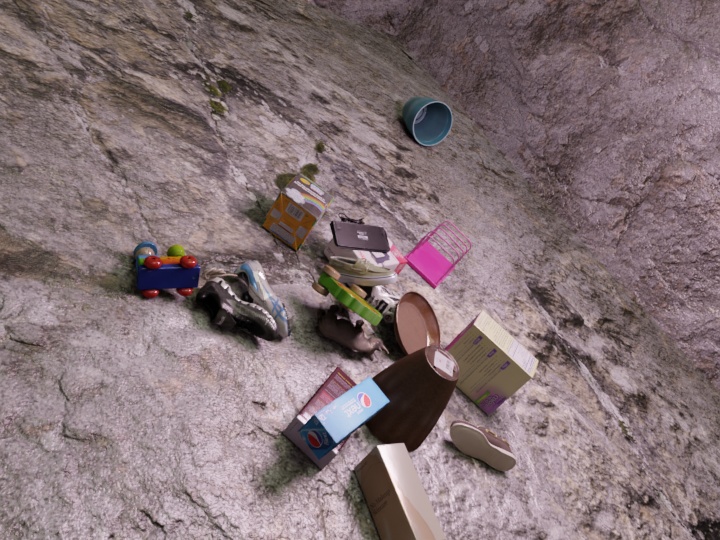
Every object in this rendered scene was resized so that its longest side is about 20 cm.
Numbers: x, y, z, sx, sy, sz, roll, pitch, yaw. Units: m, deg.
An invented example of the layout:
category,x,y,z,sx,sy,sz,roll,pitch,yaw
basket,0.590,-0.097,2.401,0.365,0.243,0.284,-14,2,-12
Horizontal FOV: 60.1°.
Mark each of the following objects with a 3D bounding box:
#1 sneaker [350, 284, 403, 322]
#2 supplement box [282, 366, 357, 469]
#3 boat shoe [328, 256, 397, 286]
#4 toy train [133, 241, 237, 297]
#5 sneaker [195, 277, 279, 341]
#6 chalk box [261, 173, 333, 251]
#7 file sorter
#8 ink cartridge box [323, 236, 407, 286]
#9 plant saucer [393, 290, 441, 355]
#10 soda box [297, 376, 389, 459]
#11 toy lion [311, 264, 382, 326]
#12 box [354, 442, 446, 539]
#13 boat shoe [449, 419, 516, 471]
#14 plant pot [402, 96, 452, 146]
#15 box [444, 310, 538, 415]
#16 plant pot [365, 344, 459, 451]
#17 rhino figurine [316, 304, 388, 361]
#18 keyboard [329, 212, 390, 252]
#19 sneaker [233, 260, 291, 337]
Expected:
category,x,y,z,sx,sy,sz,roll,pitch,yaw
sneaker,0.061,0.091,1.652,0.198,0.074,0.089,18,34,-30
supplement box,-0.061,0.295,1.271,0.109,0.061,0.200,42,32,4
boat shoe,0.000,0.000,1.613,0.198,0.063,0.072,4,16,23
toy train,-0.370,-0.012,1.303,0.198,0.085,0.116,-2,34,-30
sneaker,-0.266,0.096,1.313,0.199,0.067,0.091,36,33,3
chalk box,-0.164,-0.170,1.709,0.124,0.124,0.200,35,30,-4
file sorter,0.257,-0.062,2.008,0.139,0.126,0.200,43,31,7
ink cartridge box,0.016,-0.039,1.763,0.199,0.085,0.145,-10,54,-51
plant saucer,0.143,0.155,1.636,0.200,0.036,0.203,27,55,-45
soda box,-0.029,0.281,1.203,0.068,0.064,0.199,49,32,13
toy lion,-0.014,0.076,1.483,0.191,0.069,0.200,36,0,40
box,0.072,0.443,1.190,0.077,0.095,0.201,9,41,-39
boat shoe,0.288,0.408,1.489,0.199,0.072,0.060,33,25,-17
plant pot,0.283,-0.691,2.809,0.198,0.201,0.188,15,23,-34
box,0.330,0.243,1.640,0.200,0.176,0.097,42,31,7
plant pot,0.124,0.263,1.374,0.186,0.200,0.188,27,32,-19
rhino figurine,-0.018,0.156,1.496,0.199,0.060,0.088,30,26,-10
keyboard,-0.007,-0.098,1.716,0.198,0.039,0.105,5,66,-42
sneaker,-0.219,0.070,1.404,0.072,0.072,0.201,-28,73,-20
